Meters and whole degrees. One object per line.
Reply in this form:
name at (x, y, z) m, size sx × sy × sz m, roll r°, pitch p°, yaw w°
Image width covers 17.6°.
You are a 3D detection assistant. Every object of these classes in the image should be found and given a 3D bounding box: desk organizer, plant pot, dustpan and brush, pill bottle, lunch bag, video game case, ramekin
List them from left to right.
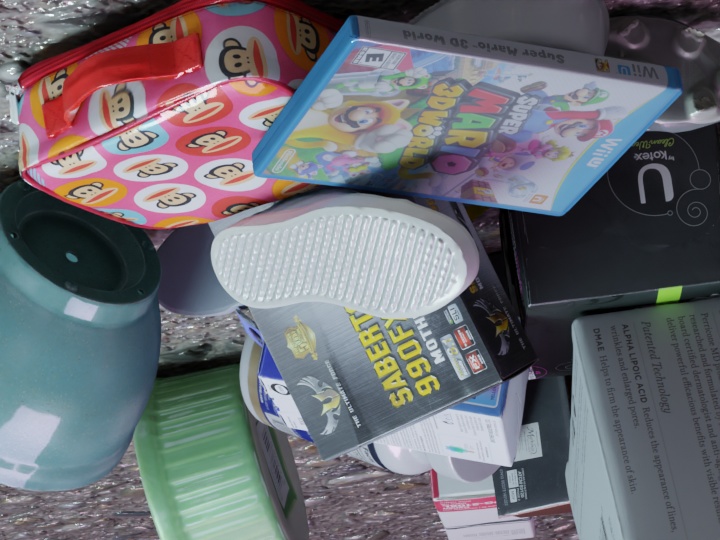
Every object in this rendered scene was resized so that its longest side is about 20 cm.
plant pot at (-0.210, 0.025, 1.525) m, size 0.199 × 0.201 × 0.134 m, roll 8°, pitch 130°, yaw -38°
lunch bag at (-0.100, -0.092, 1.334) m, size 0.199 × 0.082 × 0.176 m, roll -19°, pitch 159°, yaw 32°
ramekin at (-0.115, 0.176, 1.979) m, size 0.097 × 0.201 × 0.200 m, roll -17°, pitch 161°, yaw 6°
pill bottle at (0.016, 0.087, 1.752) m, size 0.199 × 0.116 × 0.116 m, roll 17°, pitch 178°, yaw 35°
video game case at (0.057, -0.081, 1.282) m, size 0.199 × 0.018 × 0.143 m, roll 6°, pitch 149°, yaw -24°
desk organizer at (0.137, 0.089, 1.786) m, size 0.071 × 0.201 × 0.077 m, roll -15°, pitch 162°, yaw 23°
dustpan and brush at (0.105, -0.136, 1.281) m, size 0.139 × 0.058 × 0.200 m, roll 21°, pitch 141°, yaw -36°

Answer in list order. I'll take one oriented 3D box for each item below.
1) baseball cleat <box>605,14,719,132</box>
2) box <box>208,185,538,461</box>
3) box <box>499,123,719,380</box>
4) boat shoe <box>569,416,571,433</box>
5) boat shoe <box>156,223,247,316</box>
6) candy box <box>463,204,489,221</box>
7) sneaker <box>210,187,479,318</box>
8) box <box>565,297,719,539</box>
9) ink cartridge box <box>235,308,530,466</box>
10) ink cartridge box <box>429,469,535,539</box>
baseball cleat at (0.128, -0.113, 1.401) m, size 0.199 × 0.070 × 0.106 m, roll 6°, pitch 167°, yaw -7°
box at (0.000, 0.000, 1.452) m, size 0.158 × 0.201 × 0.048 m, roll -26°, pitch 179°, yaw 37°
box at (0.175, -0.014, 1.609) m, size 0.148 × 0.125 × 0.200 m, roll -7°, pitch 163°, yaw 1°
boat shoe at (0.201, 0.092, 1.735) m, size 0.073 × 0.069 × 0.199 m, roll -5°, pitch 174°, yaw 20°
boat shoe at (-0.049, -0.020, 1.612) m, size 0.201 × 0.075 × 0.086 m, roll -26°, pitch 162°, yaw 27°
candy box at (0.018, -0.004, 1.649) m, size 0.102 × 0.026 × 0.200 m, roll -33°, pitch 178°, yaw -28°
sneaker at (0.002, -0.022, 1.355) m, size 0.199 × 0.074 × 0.082 m, roll 4°, pitch -151°, yaw 44°
box at (0.218, 0.156, 1.541) m, size 0.130 × 0.201 × 0.199 m, roll -8°, pitch 144°, yaw -3°
ink cartridge box at (0.010, 0.068, 1.585) m, size 0.199 × 0.077 × 0.137 m, roll 8°, pitch 162°, yaw 9°
ink cartridge box at (0.103, 0.150, 2.046) m, size 0.084 × 0.146 × 0.200 m, roll -6°, pitch 162°, yaw 5°
